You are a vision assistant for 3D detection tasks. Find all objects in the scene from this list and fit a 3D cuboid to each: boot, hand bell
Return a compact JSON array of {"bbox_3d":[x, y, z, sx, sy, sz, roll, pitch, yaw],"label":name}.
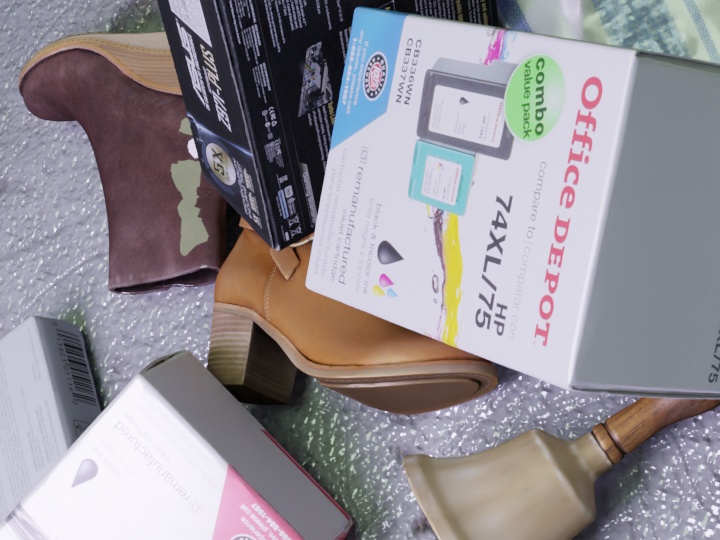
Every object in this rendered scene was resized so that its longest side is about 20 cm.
[{"bbox_3d":[0.000,0.000,0.962,0.199,0.077,0.156,-3,69,41],"label":"boot"},{"bbox_3d":[0.132,0.084,0.840,0.199,0.104,0.104,-34,57,6],"label":"hand bell"},{"bbox_3d":[-0.158,-0.069,1.084,0.199,0.072,0.168,-5,74,36],"label":"boot"}]

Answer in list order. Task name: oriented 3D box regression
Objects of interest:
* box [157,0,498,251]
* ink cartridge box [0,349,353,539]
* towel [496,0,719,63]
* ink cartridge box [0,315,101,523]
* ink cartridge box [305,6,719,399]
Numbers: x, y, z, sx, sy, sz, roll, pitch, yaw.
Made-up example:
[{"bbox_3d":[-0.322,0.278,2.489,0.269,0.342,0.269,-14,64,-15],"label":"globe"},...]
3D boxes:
[{"bbox_3d":[-0.016,-0.139,0.889,0.163,0.201,0.086,-29,46,-18],"label":"box"},{"bbox_3d":[-0.127,0.168,0.942,0.146,0.085,0.200,44,105,5],"label":"ink cartridge box"},{"bbox_3d":[0.163,-0.154,0.890,0.199,0.024,0.148,-27,85,24],"label":"towel"},{"bbox_3d":[-0.246,0.149,1.095,0.200,0.047,0.161,-36,58,26],"label":"ink cartridge box"},{"bbox_3d":[0.097,-0.035,0.793,0.199,0.145,0.148,19,101,52],"label":"ink cartridge box"}]
